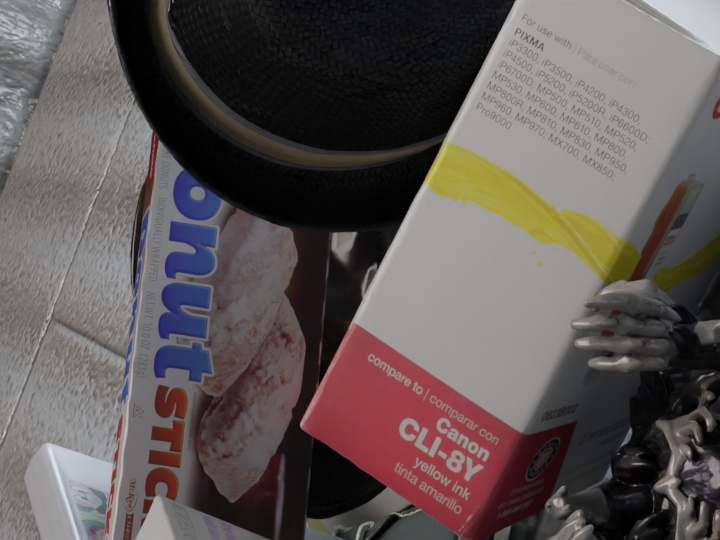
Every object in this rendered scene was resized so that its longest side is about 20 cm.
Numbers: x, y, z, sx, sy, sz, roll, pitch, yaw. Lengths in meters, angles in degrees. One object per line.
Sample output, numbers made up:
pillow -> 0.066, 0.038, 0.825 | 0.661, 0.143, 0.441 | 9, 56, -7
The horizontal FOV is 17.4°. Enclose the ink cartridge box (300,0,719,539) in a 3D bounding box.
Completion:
ink cartridge box -> 0.080, -0.013, 0.878 | 0.145, 0.083, 0.201 | -10, -50, -63

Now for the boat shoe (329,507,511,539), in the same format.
boat shoe -> 0.003, 0.150, 1.069 | 0.200, 0.061, 0.073 | -48, 22, 47

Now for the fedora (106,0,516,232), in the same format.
fedora -> 0.010, -0.108, 0.865 | 0.092, 0.200, 0.202 | -7, 62, 69

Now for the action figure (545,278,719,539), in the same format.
action figure -> 0.110, 0.059, 0.779 | 0.200, 0.101, 0.120 | -42, 42, 54

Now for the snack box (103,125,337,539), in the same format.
snack box -> -0.051, 0.029, 0.882 | 0.024, 0.071, 0.201 | 129, 149, -65

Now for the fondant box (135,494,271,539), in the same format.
fondant box -> 0.018, 0.155, 0.771 | 0.059, 0.199, 0.144 | -63, 17, 8

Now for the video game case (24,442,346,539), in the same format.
video game case -> -0.030, 0.151, 0.901 | 0.024, 0.181, 0.200 | -59, 29, 18

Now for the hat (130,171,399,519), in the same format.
hat -> 0.000, 0.000, 0.968 | 0.081, 0.200, 0.202 | -16, 49, 36

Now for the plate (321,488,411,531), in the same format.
plate -> 0.028, 0.033, 1.145 | 0.200, 0.032, 0.200 | -41, 24, 59

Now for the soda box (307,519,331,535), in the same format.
soda box -> -0.040, 0.154, 1.037 | 0.200, 0.064, 0.068 | 48, 125, 39
